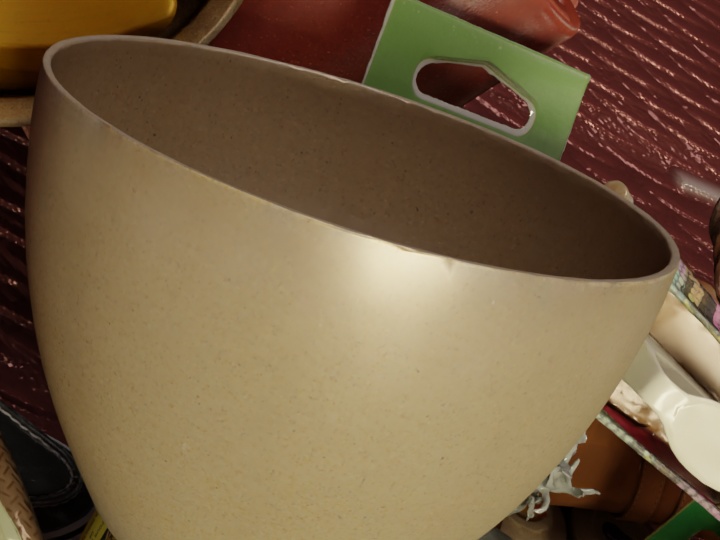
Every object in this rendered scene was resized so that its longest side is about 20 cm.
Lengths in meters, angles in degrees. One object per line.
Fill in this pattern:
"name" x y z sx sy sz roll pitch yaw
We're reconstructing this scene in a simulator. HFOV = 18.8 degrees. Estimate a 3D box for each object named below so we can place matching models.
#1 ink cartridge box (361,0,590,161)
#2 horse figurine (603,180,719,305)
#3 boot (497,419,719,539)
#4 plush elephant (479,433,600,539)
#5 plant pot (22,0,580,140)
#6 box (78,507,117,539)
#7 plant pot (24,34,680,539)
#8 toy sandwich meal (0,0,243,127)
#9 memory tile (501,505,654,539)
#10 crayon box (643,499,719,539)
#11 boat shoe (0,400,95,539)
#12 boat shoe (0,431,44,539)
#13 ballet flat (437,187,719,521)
"ink cartridge box" 0.000 0.000 0.822 0.103 0.202 0.059 18 5 -35
"horse figurine" 0.126 0.024 0.854 0.050 0.200 0.133 -44 93 -10
"boot" 0.097 0.086 0.933 0.155 0.077 0.201 33 30 -11
"plush elephant" 0.063 0.161 0.722 0.164 0.201 0.155 9 24 -39
"plant pot" -0.027 -0.121 0.887 0.201 0.194 0.201 55 18 -28
"box" -0.030 0.136 0.642 0.075 0.050 0.200 25 10 -28
"plant pot" -0.017 0.025 0.665 0.199 0.136 0.200 17 14 -4
"toy sandwich meal" -0.115 -0.141 0.767 0.203 0.070 0.207 0 64 1
"memory tile" 0.068 0.123 0.932 0.152 0.017 0.201 20 39 -20
"crayon box" 0.167 0.187 0.831 0.200 0.127 0.051 48 42 8
"boat shoe" -0.178 0.048 0.780 0.199 0.068 0.072 24 38 -14
"boat shoe" -0.157 0.059 0.690 0.076 0.072 0.200 -22 48 -19
"ballet flat" 0.094 0.027 0.751 0.200 0.069 0.071 40 11 0
